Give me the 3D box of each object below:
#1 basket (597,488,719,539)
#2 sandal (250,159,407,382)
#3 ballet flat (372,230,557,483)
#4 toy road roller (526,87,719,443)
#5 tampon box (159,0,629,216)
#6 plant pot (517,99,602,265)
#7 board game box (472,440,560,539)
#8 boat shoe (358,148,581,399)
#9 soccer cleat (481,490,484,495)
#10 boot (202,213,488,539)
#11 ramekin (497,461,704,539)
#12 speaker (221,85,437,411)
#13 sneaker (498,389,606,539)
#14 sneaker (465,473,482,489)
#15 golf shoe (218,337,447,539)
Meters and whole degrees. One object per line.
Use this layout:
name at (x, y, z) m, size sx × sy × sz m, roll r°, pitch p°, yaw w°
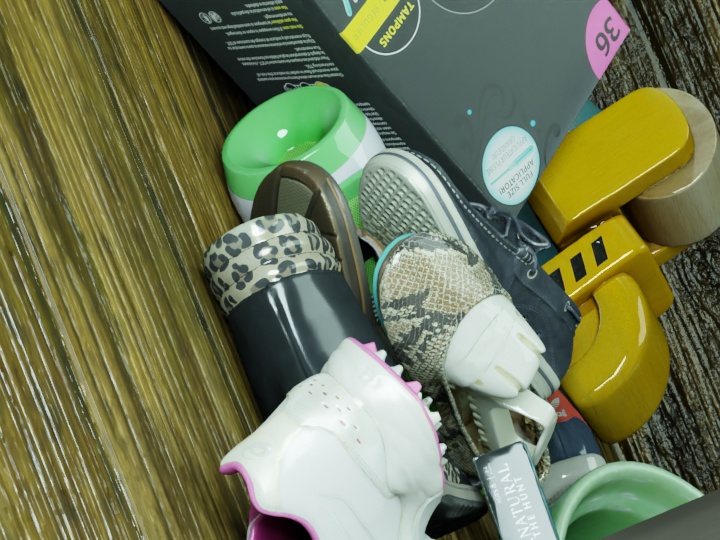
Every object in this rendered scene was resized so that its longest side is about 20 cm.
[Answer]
basket at (0.217, 0.161, 1.244) m, size 0.180 × 0.200 × 0.136 m, roll 57°, pitch 13°, yaw -75°
sandal at (0.001, 0.021, 1.261) m, size 0.082 × 0.055 × 0.200 m, roll 20°, pitch -38°, yaw 47°
ballet flat at (0.064, 0.052, 1.234) m, size 0.075 × 0.068 × 0.200 m, roll 33°, pitch -19°, yaw 30°
toy road roller at (0.146, 0.006, 1.436) m, size 0.146 × 0.200 × 0.123 m, roll 56°, pitch 2°, yaw 27°
tampon box at (0.022, -0.142, 1.361) m, size 0.126 × 0.150 × 0.200 m, roll 2°, pitch -37°, yaw 51°
plant pot at (0.053, -0.073, 1.579) m, size 0.188 × 0.200 × 0.200 m, roll 45°, pitch 18°, yaw -32°
board game box at (0.104, 0.191, 1.201) m, size 0.135 × 0.028 × 0.200 m, roll 64°, pitch 7°, yaw -73°
boat shoe at (0.060, -0.006, 1.286) m, size 0.075 × 0.062 × 0.200 m, roll 19°, pitch -22°, yaw 41°
soccer cleat at (0.062, 0.076, 1.670) m, size 0.200 × 0.067 × 0.081 m, roll -113°, pitch -157°, yaw -59°
boot at (-0.006, 0.059, 1.187) m, size 0.154 × 0.073 × 0.204 m, roll 66°, pitch 6°, yaw 13°
ramekin at (0.145, 0.217, 1.390) m, size 0.200 × 0.098 × 0.200 m, roll 26°, pitch 48°, yaw -33°
speaker at (0.000, 0.000, 1.340) m, size 0.089 × 0.088 × 0.200 m, roll -102°, pitch 166°, yaw -56°
sneaker at (0.126, 0.139, 1.701) m, size 0.200 × 0.075 × 0.085 m, roll 104°, pitch -31°, yaw -65°
sneaker at (0.043, 0.066, 1.486) m, size 0.083 × 0.071 × 0.200 m, roll 60°, pitch -2°, yaw 40°
golf shoe at (-0.007, 0.120, 1.021) m, size 0.075 × 0.091 × 0.200 m, roll 34°, pitch -32°, yaw 44°
